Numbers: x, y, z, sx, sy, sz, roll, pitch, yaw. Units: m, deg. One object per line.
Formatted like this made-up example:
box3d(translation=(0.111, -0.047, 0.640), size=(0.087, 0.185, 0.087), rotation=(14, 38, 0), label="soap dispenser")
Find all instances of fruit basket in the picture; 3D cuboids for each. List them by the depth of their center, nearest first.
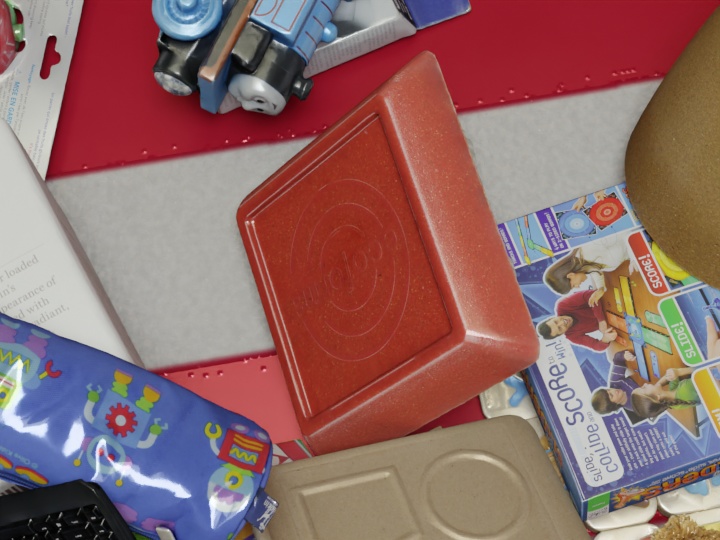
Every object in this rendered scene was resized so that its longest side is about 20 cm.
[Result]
box3d(translation=(-0.300, -0.158, 0.999), size=(0.197, 0.094, 0.188), rotation=(11, 73, -11), label="fruit basket")

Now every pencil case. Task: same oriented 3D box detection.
box3d(translation=(-0.140, 0.087, 0.740), size=(0.198, 0.078, 0.088), rotation=(25, 54, -11), label="pencil case")

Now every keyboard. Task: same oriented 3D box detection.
box3d(translation=(-0.192, 0.170, 0.739), size=(0.198, 0.105, 0.040), rotation=(-16, 28, 29), label="keyboard")

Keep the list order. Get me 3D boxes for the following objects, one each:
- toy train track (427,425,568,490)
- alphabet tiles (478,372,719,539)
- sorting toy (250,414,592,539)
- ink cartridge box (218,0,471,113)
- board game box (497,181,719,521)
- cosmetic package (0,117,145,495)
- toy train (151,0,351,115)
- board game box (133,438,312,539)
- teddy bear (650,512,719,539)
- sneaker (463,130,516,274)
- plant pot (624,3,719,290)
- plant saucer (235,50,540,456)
box3d(translation=(0.103, 0.139, 0.902), size=(0.198, 0.033, 0.116), rotation=(-25, 65, -4), label="toy train track")
box3d(translation=(0.179, 0.101, 0.926), size=(0.193, 0.015, 0.203), rotation=(-10, 72, -1), label="alphabet tiles")
box3d(translation=(0.044, 0.172, 0.808), size=(0.197, 0.037, 0.186), rotation=(-6, 46, -21), label="sorting toy")
box3d(translation=(-0.047, -0.238, 1.024), size=(0.198, 0.041, 0.201), rotation=(-23, 74, -5), label="ink cartridge box")
box3d(translation=(0.164, 0.042, 0.906), size=(0.134, 0.035, 0.202), rotation=(-17, 58, -3), label="board game box")
box3d(translation=(-0.229, 0.052, 0.878), size=(0.164, 0.165, 0.201), rotation=(-28, 74, -7), label="cosmetic package")
box3d(translation=(-0.058, -0.193, 0.948), size=(0.113, 0.087, 0.202), rotation=(25, 77, 3), label="toy train")
box3d(translation=(-0.078, 0.153, 0.833), size=(0.030, 0.199, 0.096), rotation=(-50, 64, 30), label="board game box")
box3d(translation=(0.263, 0.184, 0.868), size=(0.198, 0.067, 0.146), rotation=(-26, 102, -9), label="teddy bear")
box3d(translation=(0.036, -0.037, 0.936), size=(0.077, 0.077, 0.202), rotation=(12, 45, -28), label="sneaker")
box3d(translation=(0.273, -0.110, 0.865), size=(0.184, 0.201, 0.188), rotation=(3, 56, -5), label="plant pot")
box3d(translation=(0.000, 0.000, 0.883), size=(0.036, 0.199, 0.202), rotation=(-2, 67, -44), label="plant saucer")
